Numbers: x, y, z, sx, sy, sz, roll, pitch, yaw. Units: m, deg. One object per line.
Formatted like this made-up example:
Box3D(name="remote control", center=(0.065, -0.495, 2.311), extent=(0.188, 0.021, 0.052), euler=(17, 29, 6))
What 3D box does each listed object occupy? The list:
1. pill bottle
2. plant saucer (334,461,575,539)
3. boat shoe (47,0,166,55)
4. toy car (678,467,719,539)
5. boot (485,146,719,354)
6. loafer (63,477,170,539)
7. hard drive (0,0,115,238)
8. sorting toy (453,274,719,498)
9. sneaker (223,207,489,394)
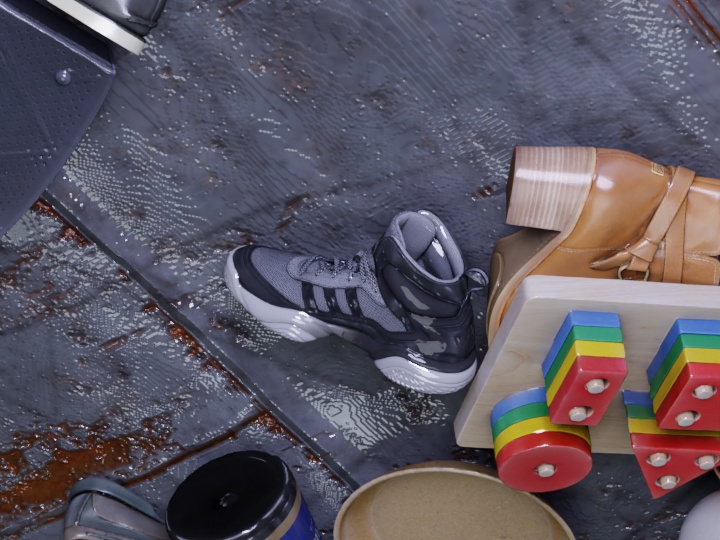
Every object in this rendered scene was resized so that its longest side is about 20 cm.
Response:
Box3D(name="pill bottle", center=(-0.076, 0.255, 1.595), extent=(0.111, 0.112, 0.201), euler=(-8, 125, 21))
Box3D(name="plant saucer", center=(0.080, 0.215, 1.572), extent=(0.199, 0.036, 0.201), euler=(7, 134, 8))
Box3D(name="boat shoe", center=(-0.213, -0.213, 1.242), extent=(0.201, 0.074, 0.063), euler=(29, 95, 1))
Box3D(name="toy car", center=(0.294, 0.231, 1.495), extent=(0.183, 0.177, 0.201), euler=(-11, 101, 6))
Box3D(name="boot", center=(0.168, 0.002, 1.340), extent=(0.154, 0.074, 0.200), euler=(8, 138, 0))
Box3D(name="loafer", center=(-0.167, 0.250, 1.657), extent=(0.200, 0.063, 0.072), euler=(31, 132, -15))
Box3D(name="hard drive", center=(-0.261, -0.115, 1.353), extent=(0.135, 0.042, 0.200), euler=(30, 132, -15))
Box3D(name="sorting toy", center=(0.187, 0.092, 1.363), extent=(0.199, 0.070, 0.199), euler=(3, 145, -12))
Box3D(name="sneaker", center=(0.000, 0.000, 1.370), extent=(0.199, 0.075, 0.114), euler=(24, 124, 17))
